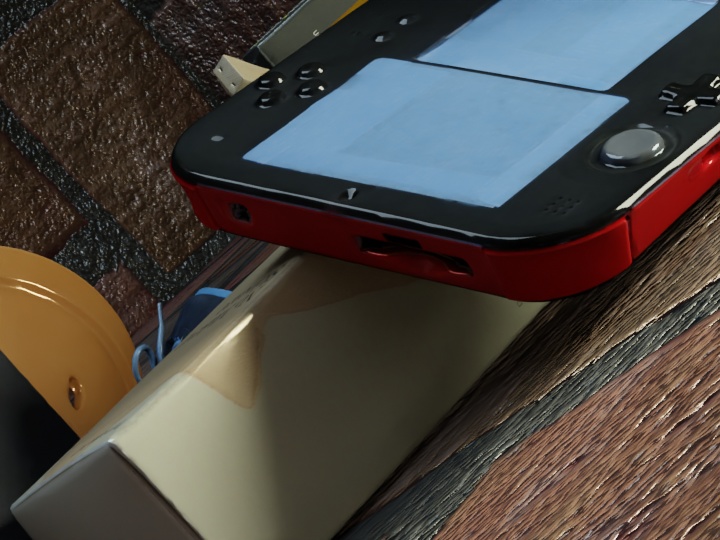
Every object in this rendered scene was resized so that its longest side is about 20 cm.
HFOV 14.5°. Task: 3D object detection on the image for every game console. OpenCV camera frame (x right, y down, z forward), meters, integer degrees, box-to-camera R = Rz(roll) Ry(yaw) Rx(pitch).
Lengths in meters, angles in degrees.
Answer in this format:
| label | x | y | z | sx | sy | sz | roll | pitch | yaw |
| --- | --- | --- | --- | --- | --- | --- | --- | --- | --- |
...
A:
| label | x | y | z | sx | sy | sz | roll | pitch | yaw |
| --- | --- | --- | --- | --- | --- | --- | --- | --- | --- |
| game console | 0.049 | -0.059 | 0.977 | 0.200 | 0.031 | 0.177 | 14 | 45 | 42 |

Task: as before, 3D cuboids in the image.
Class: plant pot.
| label | x | y | z | sx | sy | sz | roll | pitch | yaw |
| --- | --- | --- | --- | --- | --- | --- | --- | --- | --- |
| plant pot | -0.224 | 0.101 | 1.653 | 0.200 | 0.200 | 0.140 | -42 | 20 | 9 |

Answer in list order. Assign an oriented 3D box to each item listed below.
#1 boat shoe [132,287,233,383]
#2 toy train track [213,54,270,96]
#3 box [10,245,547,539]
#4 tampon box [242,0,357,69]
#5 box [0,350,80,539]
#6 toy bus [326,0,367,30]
| label | x | y | z | sx | sy | sz | roll | pitch | yaw |
| --- | --- | --- | --- | --- | --- | --- | --- | --- | --- |
| boat shoe | -0.077 | 0.050 | 1.429 | 0.069 | 0.084 | 0.200 | -45 | 2 | -14 |
| toy train track | 0.002 | -0.066 | 1.425 | 0.200 | 0.115 | 0.033 | 16 | -65 | -43 |
| box | -0.020 | 0.040 | 0.998 | 0.200 | 0.078 | 0.095 | -45 | 6 | -36 |
| tampon box | 0.054 | -0.141 | 1.687 | 0.200 | 0.150 | 0.126 | -42 | 5 | -4 |
| box | -0.198 | 0.119 | 1.041 | 0.200 | 0.198 | 0.123 | -39 | 5 | 29 |
| toy bus | 0.032 | -0.056 | 1.187 | 0.065 | 0.078 | 0.200 | -42 | 32 | 3 |
